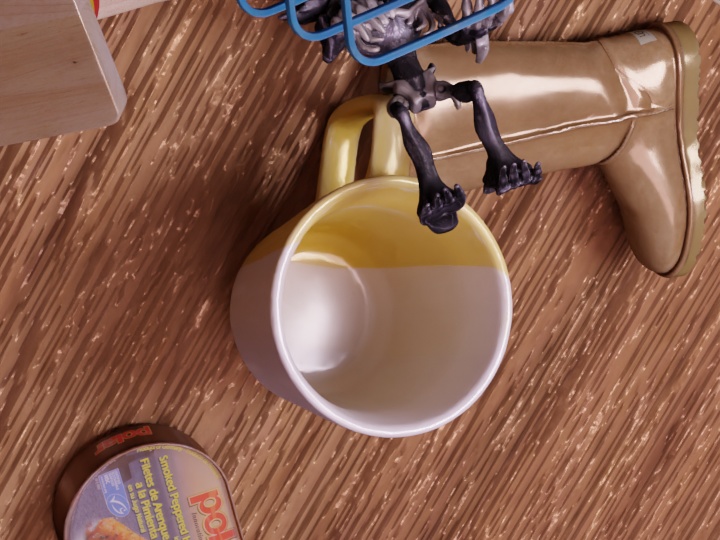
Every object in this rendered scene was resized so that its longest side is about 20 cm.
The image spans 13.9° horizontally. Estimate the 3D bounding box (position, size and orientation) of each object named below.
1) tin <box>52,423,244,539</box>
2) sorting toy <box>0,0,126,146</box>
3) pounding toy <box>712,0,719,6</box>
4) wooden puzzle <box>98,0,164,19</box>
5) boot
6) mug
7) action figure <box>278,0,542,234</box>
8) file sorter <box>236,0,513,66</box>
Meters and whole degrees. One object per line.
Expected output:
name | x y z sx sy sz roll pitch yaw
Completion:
tin | -0.127 0.186 1.869 0.112 0.042 0.201 -19 122 -11
sorting toy | -0.240 -0.163 1.569 0.199 0.070 0.199 -9 120 19
pounding toy | 0.206 -0.288 1.707 0.184 0.200 0.142 31 127 -34
wooden puzzle | -0.191 -0.208 1.633 0.199 0.046 0.186 -16 121 -17
boot | 0.112 -0.067 1.840 0.199 0.066 0.176 -10 106 -21
mug | 0.003 0.009 1.765 0.149 0.153 0.187 39 75 -14
action figure | 0.033 -0.129 1.685 0.119 0.200 0.102 -19 160 -21
file sorter | -0.023 -0.207 1.601 0.139 0.200 0.123 -26 126 -33
